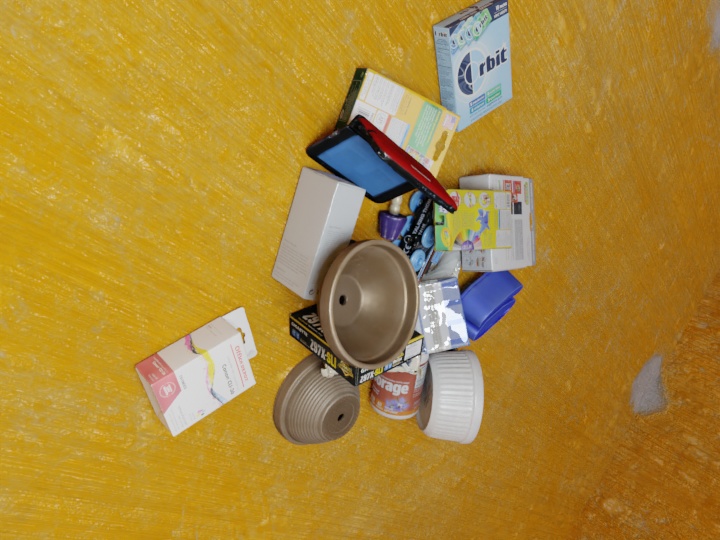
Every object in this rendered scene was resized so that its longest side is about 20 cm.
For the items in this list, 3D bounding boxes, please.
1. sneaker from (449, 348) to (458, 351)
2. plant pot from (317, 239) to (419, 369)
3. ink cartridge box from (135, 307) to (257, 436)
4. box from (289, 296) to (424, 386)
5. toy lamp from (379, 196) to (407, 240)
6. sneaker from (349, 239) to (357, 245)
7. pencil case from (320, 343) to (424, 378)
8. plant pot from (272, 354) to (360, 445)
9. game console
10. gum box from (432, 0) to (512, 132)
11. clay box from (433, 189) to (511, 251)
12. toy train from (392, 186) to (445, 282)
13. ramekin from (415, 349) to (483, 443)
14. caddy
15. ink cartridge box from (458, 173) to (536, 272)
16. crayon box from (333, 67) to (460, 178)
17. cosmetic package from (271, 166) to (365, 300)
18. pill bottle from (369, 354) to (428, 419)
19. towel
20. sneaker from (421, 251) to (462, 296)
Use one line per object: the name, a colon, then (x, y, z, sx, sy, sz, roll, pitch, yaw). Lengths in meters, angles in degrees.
sneaker: (0.170, 0.147, 1.423, 0.071, 0.075, 0.200, -56, 138, -5)
plant pot: (-0.002, 0.051, 1.015, 0.199, 0.092, 0.203, -4, 96, -42)
ink cartridge box: (-0.247, 0.160, 1.026, 0.199, 0.067, 0.117, -32, 130, -29)
box: (-0.011, 0.116, 1.137, 0.159, 0.199, 0.050, -20, 126, -35)
toy lamp: (0.075, -0.156, 1.184, 0.058, 0.058, 0.202, -4, 114, -43)
sneaker: (0.000, 0.000, 1.162, 0.071, 0.099, 0.200, -56, 139, -8)
pencil case: (0.020, 0.162, 1.190, 0.198, 0.090, 0.079, -1, 122, -9)
plant pot: (-0.067, 0.267, 1.243, 0.200, 0.092, 0.203, -21, 123, -36)
game console: (0.034, -0.147, 1.027, 0.199, 0.173, 0.119, 29, 112, -40)
gum box: (0.220, -0.397, 1.209, 0.169, 0.044, 0.201, -35, 133, -26)
clay box: (0.208, -0.097, 1.214, 0.198, 0.047, 0.116, -3, 93, -33)
toy train: (0.133, -0.071, 1.268, 0.114, 0.086, 0.202, 19, 97, -53)
ramekin: (0.186, 0.271, 1.365, 0.104, 0.201, 0.202, 4, 112, -8)
caddy: (0.286, 0.067, 1.477, 0.199, 0.105, 0.142, -36, 155, -26)
ink cartridge box: (0.301, -0.102, 1.368, 0.174, 0.083, 0.203, -4, 93, -43)
crayon box: (0.062, -0.248, 1.085, 0.198, 0.052, 0.127, 18, 98, -28)
cosmetic package: (-0.072, -0.061, 1.059, 0.074, 0.101, 0.202, 7, 107, -47)
pill bottle: (0.086, 0.205, 1.344, 0.111, 0.112, 0.202, -11, 118, -40)
towel: (0.114, 0.097, 1.263, 0.198, 0.024, 0.149, -9, 85, -5)
sneaker: (0.180, 0.012, 1.354, 0.200, 0.087, 0.075, -39, 131, -25)
